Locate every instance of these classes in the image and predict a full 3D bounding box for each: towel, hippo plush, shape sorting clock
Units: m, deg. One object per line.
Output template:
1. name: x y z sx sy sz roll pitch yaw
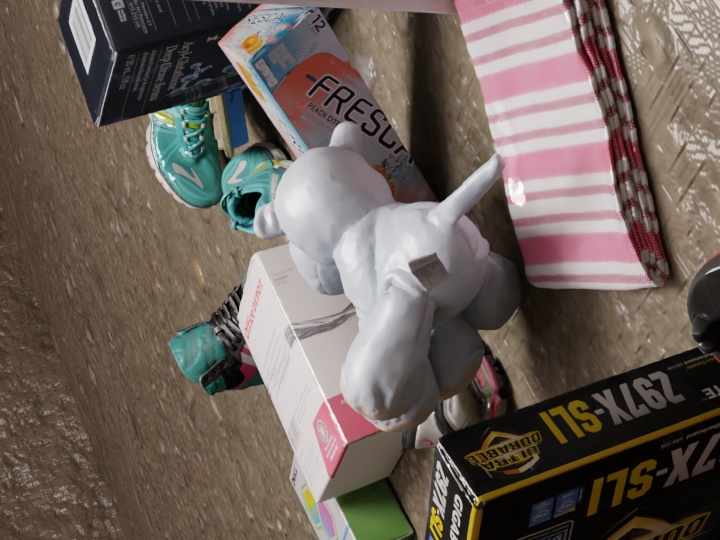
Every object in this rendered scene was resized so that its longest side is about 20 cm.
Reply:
1. towel: 0.115 -0.083 0.821 0.146 0.030 0.203 177 77 -69
2. hippo plush: 0.000 0.000 0.895 0.160 0.160 0.200 32 165 25
3. shape sorting clock: -0.140 -0.209 1.297 0.200 0.039 0.203 170 90 -84

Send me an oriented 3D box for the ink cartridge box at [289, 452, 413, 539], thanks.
1. ink cartridge box: -0.023 0.209 1.343 0.201 0.059 0.104 61 156 30

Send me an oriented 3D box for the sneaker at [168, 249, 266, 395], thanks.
1. sneaker: -0.145 0.065 1.459 0.084 0.119 0.201 57 153 35

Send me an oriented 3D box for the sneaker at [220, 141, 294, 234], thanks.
1. sneaker: -0.099 -0.074 1.297 0.200 0.079 0.079 25 128 64

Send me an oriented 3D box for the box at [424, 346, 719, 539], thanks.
1. box: 0.128 0.126 0.708 0.049 0.198 0.161 -127 29 -44

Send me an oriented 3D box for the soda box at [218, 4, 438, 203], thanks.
1. soda box: -0.018 -0.103 0.986 0.201 0.063 0.068 54 172 -34

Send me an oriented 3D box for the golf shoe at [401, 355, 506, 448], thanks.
1. golf shoe: 0.031 0.051 1.047 0.073 0.091 0.201 93 153 -45

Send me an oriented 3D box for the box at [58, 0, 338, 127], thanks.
1. box: -0.135 -0.215 1.114 0.108 0.198 0.148 68 159 10

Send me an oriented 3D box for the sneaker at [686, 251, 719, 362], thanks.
1. sneaker: 0.231 0.053 0.577 0.201 0.098 0.071 49 143 1

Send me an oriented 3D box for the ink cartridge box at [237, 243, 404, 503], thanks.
1. ink cartridge box: -0.034 0.089 1.248 0.202 0.082 0.147 64 157 22

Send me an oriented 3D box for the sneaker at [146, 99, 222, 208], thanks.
1. sneaker: -0.190 -0.164 1.455 0.079 0.077 0.203 -4 102 59

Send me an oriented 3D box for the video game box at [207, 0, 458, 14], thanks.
1. video game box: -0.055 -0.210 0.916 0.182 0.198 0.047 -148 60 -60
